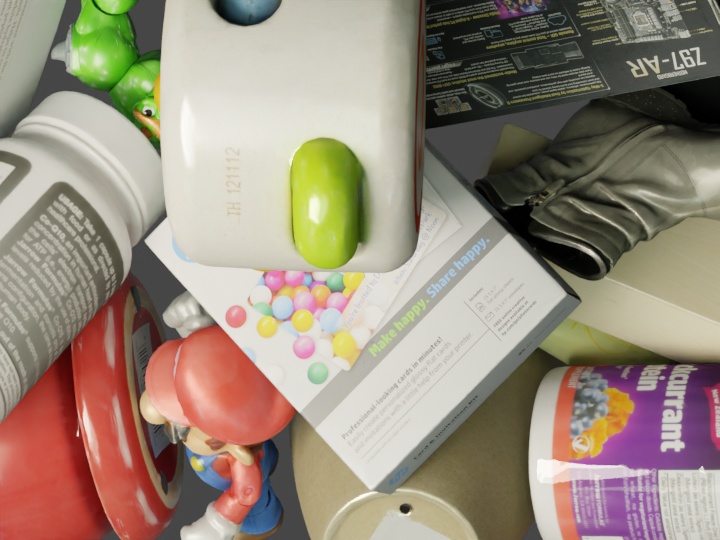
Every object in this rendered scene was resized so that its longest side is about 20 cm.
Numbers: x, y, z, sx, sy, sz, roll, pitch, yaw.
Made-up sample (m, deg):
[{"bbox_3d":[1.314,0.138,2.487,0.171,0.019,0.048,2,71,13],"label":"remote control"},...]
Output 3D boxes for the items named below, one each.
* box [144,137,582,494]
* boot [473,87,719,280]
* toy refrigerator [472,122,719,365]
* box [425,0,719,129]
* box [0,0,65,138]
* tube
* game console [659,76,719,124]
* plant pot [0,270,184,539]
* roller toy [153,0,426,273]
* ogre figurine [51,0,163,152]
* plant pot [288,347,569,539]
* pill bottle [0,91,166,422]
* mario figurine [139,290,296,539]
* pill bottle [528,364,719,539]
[{"bbox_3d":[0.000,0.000,1.400,0.156,0.041,0.200,-45,71,7],"label":"box"},{"bbox_3d":[0.170,-0.032,1.395,0.200,0.131,0.068,24,143,39],"label":"boot"},{"bbox_3d":[0.159,-0.006,1.487,0.200,0.076,0.070,21,152,-3],"label":"toy refrigerator"},{"bbox_3d":[0.094,-0.160,1.361,0.200,0.044,0.160,-10,136,27],"label":"box"},{"bbox_3d":[-0.277,-0.182,1.399,0.200,0.171,0.199,28,117,10],"label":"box"},{"bbox_3d":[0.151,0.041,1.529,0.200,0.058,0.052,33,107,-10],"label":"tube"},{"bbox_3d":[0.227,-0.141,1.454,0.176,0.116,0.200,-39,108,-9],"label":"game console"},{"bbox_3d":[-0.212,0.091,1.527,0.182,0.200,0.201,-9,114,9],"label":"plant pot"},{"bbox_3d":[-0.037,-0.091,1.299,0.140,0.200,0.183,2,89,4],"label":"roller toy"},{"bbox_3d":[-0.089,-0.120,1.470,0.120,0.098,0.200,-47,118,6],"label":"ogre figurine"},{"bbox_3d":[0.036,0.118,1.505,0.187,0.200,0.187,3,116,6],"label":"plant pot"},{"bbox_3d":[-0.201,-0.001,1.407,0.114,0.200,0.114,27,147,19],"label":"pill bottle"},{"bbox_3d":[-0.097,0.094,1.502,0.123,0.106,0.200,46,162,23],"label":"mario figurine"},{"bbox_3d":[0.207,0.110,1.456,0.200,0.111,0.112,-2,116,18],"label":"pill bottle"}]
